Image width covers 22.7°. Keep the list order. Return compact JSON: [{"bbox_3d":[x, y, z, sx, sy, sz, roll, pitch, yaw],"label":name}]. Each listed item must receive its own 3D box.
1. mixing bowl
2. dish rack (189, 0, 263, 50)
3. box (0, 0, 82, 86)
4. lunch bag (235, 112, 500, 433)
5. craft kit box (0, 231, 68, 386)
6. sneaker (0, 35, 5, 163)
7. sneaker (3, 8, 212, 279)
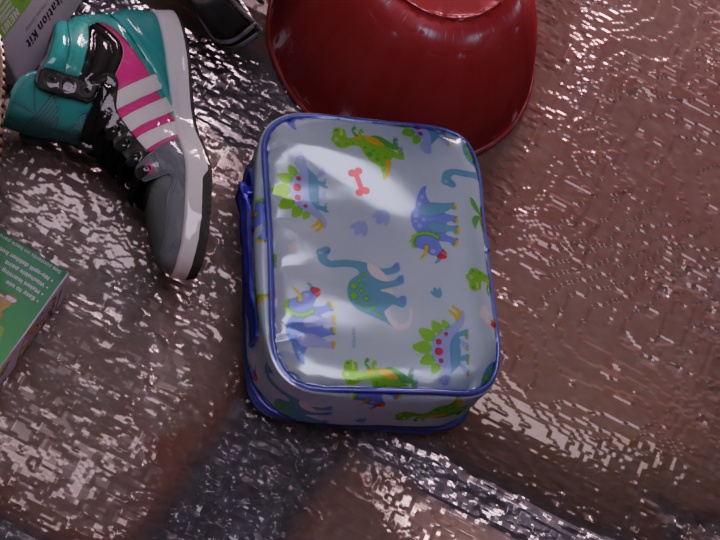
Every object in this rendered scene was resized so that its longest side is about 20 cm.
[{"bbox_3d":[0.042,-0.184,1.234,0.199,0.108,0.201,6,64,-13],"label":"mixing bowl"},{"bbox_3d":[-0.051,-0.260,1.187,0.200,0.055,0.154,-36,58,10],"label":"dish rack"},{"bbox_3d":[-0.225,-0.239,1.133,0.041,0.200,0.156,14,58,22],"label":"box"},{"bbox_3d":[0.000,0.000,1.146,0.160,0.082,0.201,3,64,-16],"label":"lunch bag"},{"bbox_3d":[-0.309,0.030,1.065,0.200,0.049,0.198,31,63,0],"label":"craft kit box"},{"bbox_3d":[-0.269,-0.068,1.061,0.108,0.070,0.201,5,67,-16],"label":"sneaker"},{"bbox_3d":[-0.164,-0.085,1.137,0.120,0.084,0.201,0,57,-22],"label":"sneaker"}]
